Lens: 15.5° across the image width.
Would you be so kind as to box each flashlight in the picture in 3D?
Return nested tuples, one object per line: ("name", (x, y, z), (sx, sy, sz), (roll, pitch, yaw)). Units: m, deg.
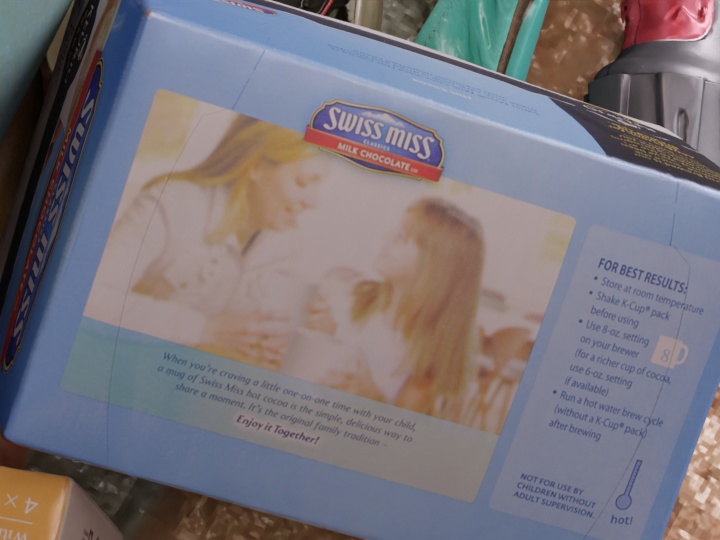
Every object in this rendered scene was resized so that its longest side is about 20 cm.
("flashlight", (0.102, -0.121, 0.917), (0.068, 0.068, 0.200), (1, 76, 9))

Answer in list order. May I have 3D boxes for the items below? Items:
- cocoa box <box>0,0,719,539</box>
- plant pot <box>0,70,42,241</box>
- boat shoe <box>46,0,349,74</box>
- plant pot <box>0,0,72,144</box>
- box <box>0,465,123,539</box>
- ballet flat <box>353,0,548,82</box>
("cocoa box", (0.000, 0.000, 0.796), (0.200, 0.131, 0.133), (17, 101, -15))
("plant pot", (-0.197, -0.069, 0.847), (0.200, 0.027, 0.200), (8, 65, -18))
("boat shoe", (-0.031, -0.121, 0.900), (0.074, 0.063, 0.201), (23, 69, 29))
("plant pot", (-0.172, -0.077, 0.737), (0.200, 0.200, 0.196), (27, 53, -1))
("box", (-0.157, 0.154, 0.779), (0.124, 0.097, 0.200), (10, 75, 7))
("ballet flat", (0.042, -0.113, 0.875), (0.070, 0.067, 0.200), (23, 102, 4))
